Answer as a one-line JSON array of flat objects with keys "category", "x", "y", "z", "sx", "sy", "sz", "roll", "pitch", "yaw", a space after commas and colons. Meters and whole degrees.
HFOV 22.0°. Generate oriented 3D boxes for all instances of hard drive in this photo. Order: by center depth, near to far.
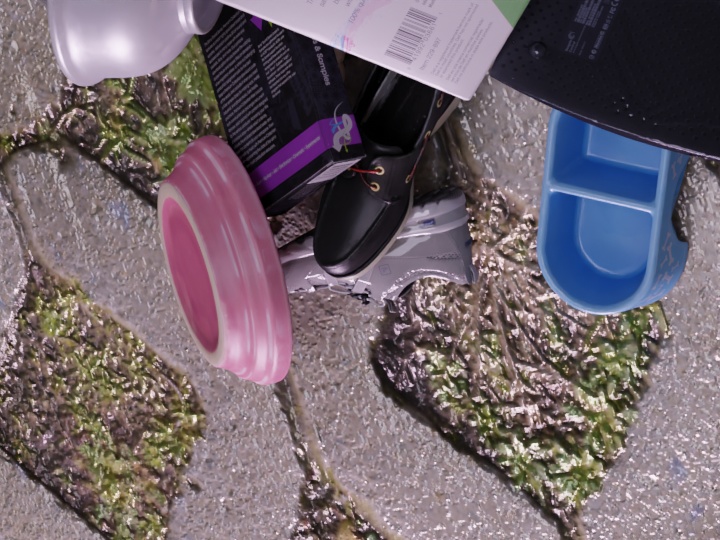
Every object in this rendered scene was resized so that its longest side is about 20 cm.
[{"category": "hard drive", "x": 0.202, "y": -0.149, "z": 1.258, "sx": 0.199, "sy": 0.042, "sz": 0.136, "roll": 21, "pitch": 79, "yaw": 20}]

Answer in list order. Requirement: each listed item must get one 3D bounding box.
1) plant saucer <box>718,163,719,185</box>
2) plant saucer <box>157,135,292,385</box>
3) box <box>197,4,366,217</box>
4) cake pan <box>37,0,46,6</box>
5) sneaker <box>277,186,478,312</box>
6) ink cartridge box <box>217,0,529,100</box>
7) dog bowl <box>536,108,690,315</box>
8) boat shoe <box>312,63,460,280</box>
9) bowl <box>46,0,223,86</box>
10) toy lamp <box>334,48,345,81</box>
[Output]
[{"category": "plant saucer", "x": 0.337, "y": -0.059, "z": 1.262, "sx": 0.199, "sy": 0.032, "sz": 0.202, "roll": 10, "pitch": 112, "yaw": 25}, {"category": "plant saucer", "x": -0.112, "y": -0.003, "z": 1.455, "sx": 0.200, "sy": 0.050, "sz": 0.202, "roll": 162, "pitch": 90, "yaw": -72}, {"category": "box", "x": -0.067, "y": -0.155, "z": 1.388, "sx": 0.143, "sy": 0.036, "sz": 0.202, "roll": -29, "pitch": 76, "yaw": 58}, {"category": "cake pan", "x": -0.217, "y": -0.302, "z": 1.477, "sx": 0.199, "sy": 0.037, "sz": 0.202, "roll": 11, "pitch": 113, "yaw": 26}, {"category": "sneaker", "x": 0.000, "y": 0.000, "z": 1.445, "sx": 0.199, "sy": 0.075, "sz": 0.083, "roll": -15, "pitch": 99, "yaw": 32}, {"category": "ink cartridge box", "x": 0.015, "y": -0.224, "z": 1.245, "sx": 0.199, "sy": 0.088, "sz": 0.146, "roll": 19, "pitch": 130, "yaw": -16}, {"category": "dog bowl", "x": 0.182, "y": -0.060, "z": 1.336, "sx": 0.111, "sy": 0.050, "sz": 0.202, "roll": 15, "pitch": 114, "yaw": 24}, {"category": "boat shoe", "x": 0.013, "y": -0.088, "z": 1.371, "sx": 0.073, "sy": 0.063, "sz": 0.202, "roll": 32, "pitch": 100, "yaw": 26}, {"category": "bowl", "x": -0.148, "y": -0.225, "z": 1.338, "sx": 0.090, "sy": 0.201, "sz": 0.203, "roll": 12, "pitch": 114, "yaw": 11}, {"category": "toy lamp", "x": -0.020, "y": -0.180, "z": 1.402, "sx": 0.058, "sy": 0.058, "sz": 0.202, "roll": 11, "pitch": 115, "yaw": 26}]
